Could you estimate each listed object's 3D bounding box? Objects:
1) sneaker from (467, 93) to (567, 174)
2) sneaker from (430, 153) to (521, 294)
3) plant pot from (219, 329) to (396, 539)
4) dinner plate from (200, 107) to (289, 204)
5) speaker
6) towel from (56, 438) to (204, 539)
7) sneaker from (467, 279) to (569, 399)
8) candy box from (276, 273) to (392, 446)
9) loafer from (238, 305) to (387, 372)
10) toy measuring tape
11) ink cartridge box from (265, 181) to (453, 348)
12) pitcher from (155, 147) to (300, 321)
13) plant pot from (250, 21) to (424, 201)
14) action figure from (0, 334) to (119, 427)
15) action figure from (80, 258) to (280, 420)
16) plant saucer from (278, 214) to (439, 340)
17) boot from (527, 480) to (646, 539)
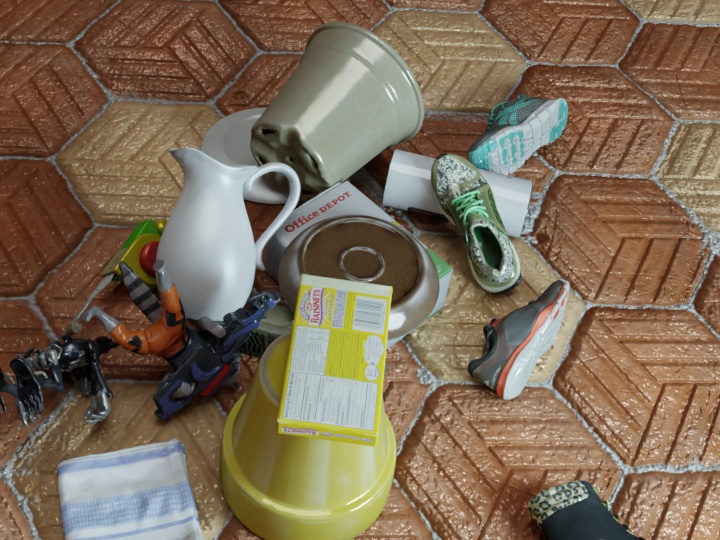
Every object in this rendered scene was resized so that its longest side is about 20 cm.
[{"bbox_3d":[0.214,-0.202,1.849,0.091,0.078,0.199,27,44,37],"label":"sneaker"},{"bbox_3d":[0.153,-0.069,1.639,0.076,0.089,0.201,-27,80,1],"label":"sneaker"},{"bbox_3d":[-0.053,0.169,1.373,0.199,0.190,0.202,4,47,-4],"label":"plant pot"},{"bbox_3d":[-0.127,-0.171,1.788,0.198,0.024,0.201,5,47,-6],"label":"dinner plate"},{"bbox_3d":[0.132,-0.107,1.729,0.198,0.082,0.082,14,47,3],"label":"speaker"},{"bbox_3d":[-0.244,0.276,1.357,0.146,0.024,0.201,-8,50,-15],"label":"towel"},{"bbox_3d":[0.198,0.071,1.583,0.081,0.077,0.200,23,47,21],"label":"sneaker"},{"bbox_3d":[-0.024,0.089,1.303,0.101,0.027,0.201,7,47,1],"label":"candy box"},{"bbox_3d":[-0.059,0.080,1.531,0.198,0.076,0.068,17,53,7],"label":"loafer"},{"bbox_3d":[-0.286,0.018,1.565,0.073,0.074,0.201,23,58,12],"label":"toy measuring tape"},{"bbox_3d":[-0.006,-0.002,1.608,0.144,0.084,0.200,-33,60,-32],"label":"ink cartridge box"},{"bbox_3d":[-0.161,-0.041,1.540,0.170,0.202,0.121,5,2,-19],"label":"pitcher"},{"bbox_3d":[-0.046,-0.199,1.703,0.200,0.201,0.184,30,59,18],"label":"plant pot"},{"bbox_3d":[-0.345,0.127,1.426,0.118,0.103,0.200,-9,1,19],"label":"action figure"},{"bbox_3d":[-0.195,0.061,1.462,0.200,0.194,0.105,-40,32,1],"label":"action figure"},{"bbox_3d":[0.000,0.000,1.530,0.198,0.032,0.201,4,50,-4],"label":"plant saucer"},{"bbox_3d":[0.296,0.296,1.391,0.202,0.074,0.154,-9,47,-19],"label":"boot"}]
